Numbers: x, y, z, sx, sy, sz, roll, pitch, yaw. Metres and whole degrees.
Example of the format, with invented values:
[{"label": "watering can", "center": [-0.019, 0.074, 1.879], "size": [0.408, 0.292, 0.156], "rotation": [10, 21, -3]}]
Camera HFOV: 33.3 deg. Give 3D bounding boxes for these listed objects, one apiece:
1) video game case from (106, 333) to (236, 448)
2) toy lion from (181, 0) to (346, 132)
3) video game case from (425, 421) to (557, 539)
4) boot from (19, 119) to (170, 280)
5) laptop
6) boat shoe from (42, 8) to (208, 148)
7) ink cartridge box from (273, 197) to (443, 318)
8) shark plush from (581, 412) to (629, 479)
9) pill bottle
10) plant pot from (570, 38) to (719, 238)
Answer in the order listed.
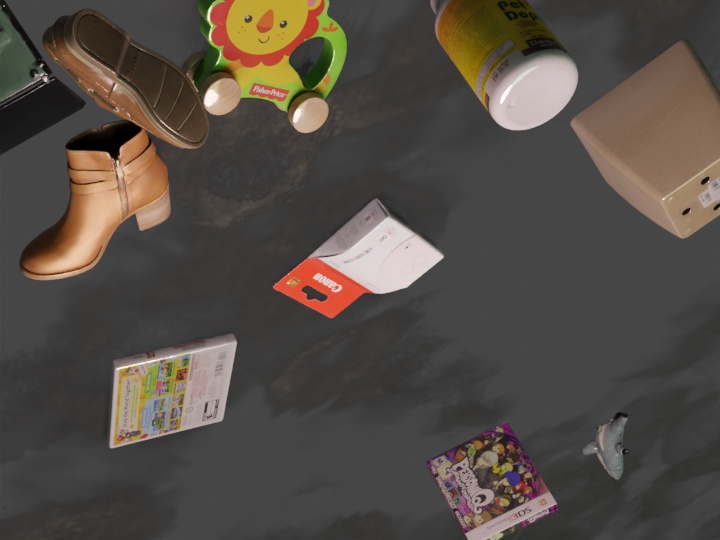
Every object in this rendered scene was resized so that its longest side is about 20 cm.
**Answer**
[{"label": "video game case", "center": [-0.280, 0.178, 1.776], "size": [0.182, 0.023, 0.200], "rotation": [-12, 143, -24]}, {"label": "toy lion", "center": [-0.095, -0.260, 1.330], "size": [0.200, 0.069, 0.192], "rotation": [7, 124, -41]}, {"label": "video game case", "center": [0.247, 0.407, 2.284], "size": [0.181, 0.200, 0.036], "rotation": [-24, 143, -6]}, {"label": "boot", "center": [-0.313, -0.081, 1.374], "size": [0.200, 0.077, 0.155], "rotation": [-24, 147, -12]}, {"label": "laptop", "center": [-0.405, -0.192, 1.230], "size": [0.177, 0.103, 0.200], "rotation": [-30, 120, 0]}, {"label": "boat shoe", "center": [-0.244, -0.198, 1.267], "size": [0.068, 0.072, 0.200], "rotation": [-8, 139, 41]}, {"label": "ink cartridge box", "center": [0.000, 0.000, 1.729], "size": [0.200, 0.057, 0.163], "rotation": [-43, 144, 12]}, {"label": "shark plush", "center": [0.545, 0.356, 2.533], "size": [0.091, 0.083, 0.200], "rotation": [-10, 141, -25]}, {"label": "pill bottle", "center": [0.156, -0.261, 1.374], "size": [0.109, 0.200, 0.109], "rotation": [-19, 144, -14]}, {"label": "plant pot", "center": [0.453, -0.168, 1.725], "size": [0.200, 0.177, 0.200], "rotation": [-35, 145, 10]}]
